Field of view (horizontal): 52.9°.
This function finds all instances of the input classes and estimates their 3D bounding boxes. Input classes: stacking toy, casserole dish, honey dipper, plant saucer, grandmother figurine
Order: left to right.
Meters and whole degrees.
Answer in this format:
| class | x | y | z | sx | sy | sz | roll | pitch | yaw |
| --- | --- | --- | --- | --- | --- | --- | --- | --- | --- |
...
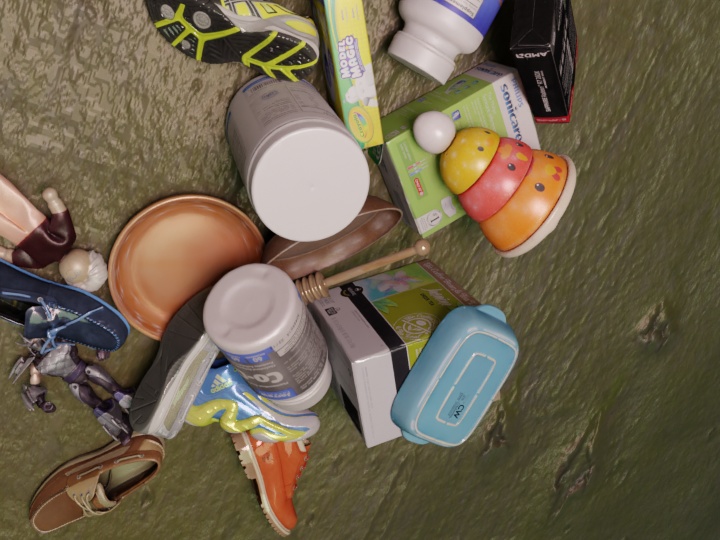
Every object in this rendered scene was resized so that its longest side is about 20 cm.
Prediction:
| class | x | y | z | sx | sy | sz | roll | pitch | yaw |
| --- | --- | --- | --- | --- | --- | --- | --- | --- | --- |
| grandmother figurine | -0.376 | -0.043 | 0.822 | 0.121 | 0.061 | 0.200 | -30 | 122 | 31 |
| plant saucer | -0.216 | -0.003 | 0.918 | 0.198 | 0.037 | 0.202 | -8 | 115 | -17 |
| plant saucer | -0.043 | -0.042 | 0.907 | 0.199 | 0.200 | 0.035 | -25 | 80 | -10 |
| honey dipper | 0.000 | 0.000 | 0.968 | 0.198 | 0.038 | 0.038 | -20 | 120 | 10 |
| casserole dish | 0.120 | 0.136 | 0.880 | 0.120 | 0.039 | 0.201 | 24 | 102 | -28 |
| stacking toy | 0.145 | -0.122 | 0.875 | 0.199 | 0.146 | 0.147 | 32 | 99 | -15 |

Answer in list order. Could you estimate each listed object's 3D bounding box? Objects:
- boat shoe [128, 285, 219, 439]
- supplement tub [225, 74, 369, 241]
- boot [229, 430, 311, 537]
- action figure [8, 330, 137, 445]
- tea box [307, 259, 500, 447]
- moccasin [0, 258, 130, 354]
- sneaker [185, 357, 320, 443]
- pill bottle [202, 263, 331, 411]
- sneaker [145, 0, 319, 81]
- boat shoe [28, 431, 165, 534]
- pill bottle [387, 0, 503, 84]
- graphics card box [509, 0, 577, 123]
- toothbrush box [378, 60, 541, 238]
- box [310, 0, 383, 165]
| class | x | y | z | sx | sy | sz | roll | pitch | yaw |
| --- | --- | --- | --- | --- | --- | --- | --- | --- | --- |
| boat shoe | -0.213 | 0.115 | 0.904 | 0.065 | 0.074 | 0.203 | 32 | 84 | -46 |
| supplement tub | -0.077 | -0.134 | 0.815 | 0.130 | 0.200 | 0.133 | -9 | 123 | -14 |
| boot | -0.112 | 0.303 | 1.074 | 0.106 | 0.075 | 0.202 | -23 | 118 | -16 |
| action figure | -0.347 | 0.136 | 0.910 | 0.130 | 0.069 | 0.200 | -40 | 117 | 5 |
| tea box | 0.055 | 0.102 | 0.976 | 0.195 | 0.200 | 0.135 | -16 | 117 | -16 |
| moccasin | -0.370 | 0.055 | 0.832 | 0.198 | 0.068 | 0.081 | 20 | 128 | -4 |
| sneaker | -0.146 | 0.169 | 0.984 | 0.198 | 0.076 | 0.106 | 9 | 103 | -11 |
| pill bottle | -0.104 | 0.090 | 0.885 | 0.113 | 0.114 | 0.201 | -31 | 145 | -6 |
| sneaker | -0.142 | -0.277 | 0.817 | 0.198 | 0.077 | 0.076 | 19 | 140 | -12 |
| boat shoe | -0.352 | 0.286 | 0.967 | 0.199 | 0.074 | 0.076 | -35 | 120 | -5 |
| pill bottle | 0.114 | -0.332 | 0.863 | 0.111 | 0.112 | 0.201 | 22 | 103 | -28 |
| graphics card box | 0.228 | -0.277 | 0.882 | 0.200 | 0.050 | 0.127 | 32 | 65 | -65 |
| toothbrush box | 0.126 | -0.161 | 0.956 | 0.199 | 0.086 | 0.146 | -30 | 120 | -6 |
| box | -0.016 | -0.229 | 0.852 | 0.048 | 0.118 | 0.202 | -15 | 117 | -6 |
